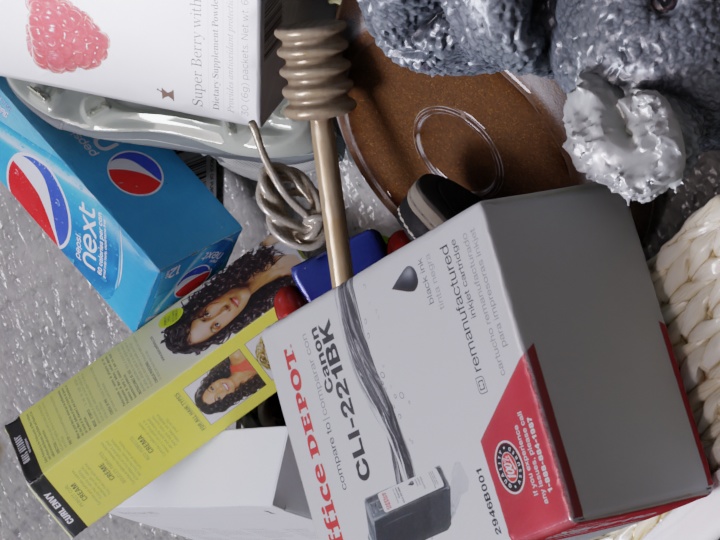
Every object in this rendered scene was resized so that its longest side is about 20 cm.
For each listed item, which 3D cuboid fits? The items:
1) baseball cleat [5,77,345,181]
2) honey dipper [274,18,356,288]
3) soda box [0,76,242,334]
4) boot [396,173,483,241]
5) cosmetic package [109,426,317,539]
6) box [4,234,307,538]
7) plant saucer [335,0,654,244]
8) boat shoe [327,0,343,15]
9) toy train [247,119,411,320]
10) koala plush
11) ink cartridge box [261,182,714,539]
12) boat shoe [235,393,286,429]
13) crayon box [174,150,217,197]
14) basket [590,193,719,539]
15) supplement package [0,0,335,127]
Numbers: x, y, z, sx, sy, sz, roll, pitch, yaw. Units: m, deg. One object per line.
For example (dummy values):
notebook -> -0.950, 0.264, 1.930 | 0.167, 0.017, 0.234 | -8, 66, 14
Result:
baseball cleat -> -0.105, -0.087, 1.505 | 0.200, 0.070, 0.106 | 17, 165, 23
honey dipper -> -0.012, -0.027, 1.347 | 0.038, 0.038, 0.200 | 5, 107, 52
soda box -> -0.162, -0.062, 1.548 | 0.200, 0.068, 0.064 | 47, 141, 19
boot -> 0.053, 0.067, 1.332 | 0.151, 0.073, 0.200 | -42, 90, 24
cosmetic package -> -0.042, 0.135, 1.543 | 0.200, 0.151, 0.052 | -7, 68, 54
box -> -0.103, 0.062, 1.496 | 0.050, 0.200, 0.075 | 54, 179, -30
plant saucer -> 0.057, -0.067, 1.343 | 0.200, 0.032, 0.200 | 29, 142, 26
boat shoe -> 0.011, -0.172, 1.361 | 0.073, 0.063, 0.201 | 45, 140, 28
toy train -> 0.000, 0.000, 1.427 | 0.200, 0.085, 0.116 | 63, -170, -5
koala plush -> 0.110, -0.123, 1.170 | 0.200, 0.177, 0.184 | 41, 137, 19
ink cartridge box -> 0.051, 0.061, 1.196 | 0.200, 0.084, 0.145 | -31, 72, 55
boat shoe -> -0.045, 0.071, 1.560 | 0.202, 0.086, 0.075 | 22, 126, 45
crayon box -> -0.159, -0.141, 1.612 | 0.172, 0.058, 0.200 | 34, 134, 38
basket -> 0.184, 0.052, 1.190 | 0.200, 0.135, 0.124 | -49, 59, 48
supplement package -> -0.125, -0.170, 1.424 | 0.200, 0.120, 0.121 | 12, 124, 16
